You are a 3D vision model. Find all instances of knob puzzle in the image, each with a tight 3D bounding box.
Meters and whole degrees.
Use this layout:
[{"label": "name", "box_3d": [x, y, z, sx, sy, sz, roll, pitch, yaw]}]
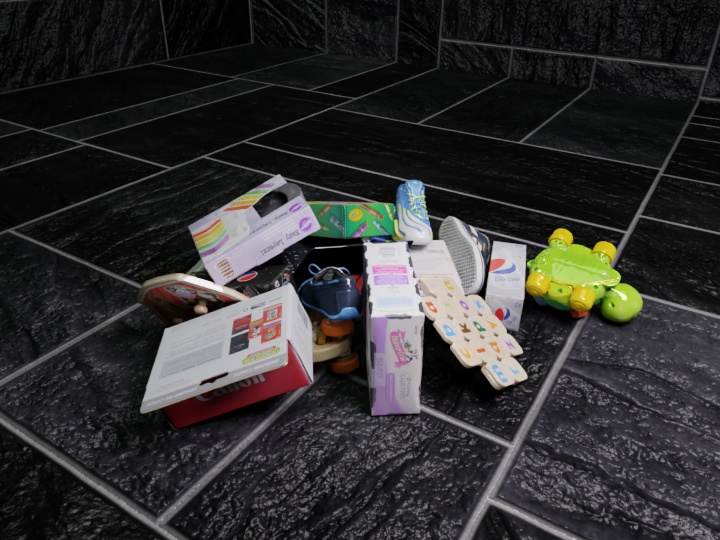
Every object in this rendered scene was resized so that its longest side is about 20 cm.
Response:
[{"label": "knob puzzle", "box_3d": [-0.241, 0.060, 0.888, 0.219, 0.220, 0.031, 5, 65, 7]}]

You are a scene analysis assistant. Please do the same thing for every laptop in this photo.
[{"label": "laptop", "box_3d": [-0.041, -0.050, 1.010, 0.177, 0.104, 0.200, -5, 34, -25]}]

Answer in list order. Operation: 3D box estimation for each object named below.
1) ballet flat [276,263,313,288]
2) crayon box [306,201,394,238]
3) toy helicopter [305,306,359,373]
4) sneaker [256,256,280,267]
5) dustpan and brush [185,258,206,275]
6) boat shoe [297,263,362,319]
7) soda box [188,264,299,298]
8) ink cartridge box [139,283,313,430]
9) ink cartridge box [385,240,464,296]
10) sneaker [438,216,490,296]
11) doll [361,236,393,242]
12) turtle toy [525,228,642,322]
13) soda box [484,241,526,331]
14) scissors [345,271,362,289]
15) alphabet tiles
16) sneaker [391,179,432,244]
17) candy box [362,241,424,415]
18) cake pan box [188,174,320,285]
[{"label": "ballet flat", "box_3d": [-0.097, 0.001, 1.083, 0.199, 0.069, 0.071, -13, 46, -17]}, {"label": "crayon box", "box_3d": [-0.050, -0.094, 1.077, 0.118, 0.059, 0.200, -7, 11, -41]}, {"label": "toy helicopter", "box_3d": [-0.076, 0.093, 0.944, 0.132, 0.079, 0.200, -9, 20, 0]}, {"label": "sneaker", "box_3d": [-0.155, -0.053, 1.164, 0.080, 0.075, 0.200, 15, 29, 5]}, {"label": "dustpan and brush", "box_3d": [-0.224, -0.028, 1.047, 0.199, 0.057, 0.140, 13, 52, 35]}, {"label": "boat shoe", "box_3d": [-0.038, 0.026, 0.911, 0.084, 0.069, 0.200, -3, 7, -26]}, {"label": "soda box", "box_3d": [-0.206, 0.039, 0.974, 0.199, 0.064, 0.071, -4, 26, 24]}, {"label": "ink cartridge box", "box_3d": [-0.169, 0.126, 0.790, 0.199, 0.084, 0.176, -19, 30, 7]}, {"label": "ink cartridge box", "box_3d": [0.109, 0.018, 1.061, 0.117, 0.068, 0.200, 0, 29, -4]}, {"label": "sneaker", "box_3d": [0.211, -0.024, 1.125, 0.079, 0.079, 0.200, 20, 37, -24]}, {"label": "doll", "box_3d": [0.012, -0.058, 1.203, 0.199, 0.049, 0.136, 1, 12, 4]}, {"label": "turtle toy", "box_3d": [0.381, 0.025, 1.025, 0.199, 0.101, 0.146, 22, 59, 27]}, {"label": "soda box", "box_3d": [0.258, 0.022, 1.060, 0.063, 0.069, 0.200, 8, 31, 13]}, {"label": "scissors", "box_3d": [0.000, 0.000, 1.071, 0.014, 0.073, 0.200, -27, 23, 39]}, {"label": "alphabet tiles", "box_3d": [0.165, 0.087, 0.883, 0.195, 0.015, 0.200, 1, 48, -54]}, {"label": "sneaker", "box_3d": [0.093, -0.115, 1.135, 0.075, 0.106, 0.200, -1, 17, -8]}, {"label": "candy box", "box_3d": [0.042, 0.077, 0.856, 0.071, 0.168, 0.200, -2, 30, -2]}, {"label": "cake pan box", "box_3d": [-0.180, -0.074, 0.999, 0.200, 0.052, 0.184, -30, 35, -7]}]
